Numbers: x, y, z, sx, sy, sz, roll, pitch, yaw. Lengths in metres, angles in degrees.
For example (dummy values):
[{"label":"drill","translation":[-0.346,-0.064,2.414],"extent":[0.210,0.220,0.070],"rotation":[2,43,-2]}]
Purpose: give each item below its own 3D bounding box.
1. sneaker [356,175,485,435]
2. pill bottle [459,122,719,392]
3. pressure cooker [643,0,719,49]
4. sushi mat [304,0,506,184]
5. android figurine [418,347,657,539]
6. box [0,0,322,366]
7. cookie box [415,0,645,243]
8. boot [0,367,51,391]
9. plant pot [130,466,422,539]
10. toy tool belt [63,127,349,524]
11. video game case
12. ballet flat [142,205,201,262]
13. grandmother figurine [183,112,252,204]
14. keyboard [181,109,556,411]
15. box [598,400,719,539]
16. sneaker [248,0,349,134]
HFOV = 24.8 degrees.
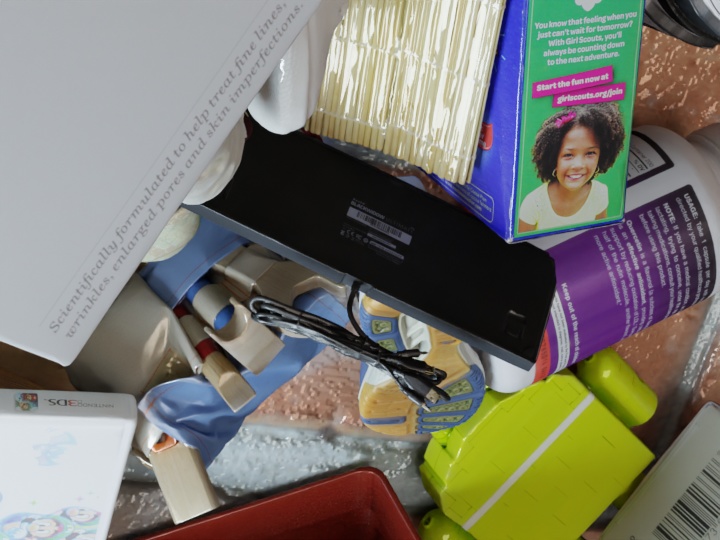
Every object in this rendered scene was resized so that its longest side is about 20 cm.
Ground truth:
[{"label":"sneaker","translation":[0.032,0.024,0.937],"extent":[0.074,0.089,0.201],"rotation":[-5,148,-4]},{"label":"pill bottle","translation":[0.144,-0.014,0.981],"extent":[0.198,0.113,0.113],"rotation":[-24,123,-12]},{"label":"pressure cooker","translation":[0.194,-0.212,0.851],"extent":[0.174,0.200,0.181],"rotation":[-14,120,-22]},{"label":"sushi mat","translation":[0.026,-0.140,0.779],"extent":[0.012,0.095,0.202],"rotation":[-44,151,-49]},{"label":"android figurine","translation":[0.115,0.129,1.082],"extent":[0.182,0.041,0.200],"rotation":[-47,127,4]},{"label":"box","translation":[-0.152,-0.099,0.620],"extent":[0.200,0.131,0.199],"rotation":[-54,142,5]},{"label":"cookie box","translation":[0.072,-0.143,0.847],"extent":[0.074,0.171,0.202],"rotation":[-11,120,-22]},{"label":"boot","translation":[-0.216,0.043,0.827],"extent":[0.188,0.069,0.199],"rotation":[-36,125,27]},{"label":"plant pot","translation":[-0.040,0.274,1.000],"extent":[0.198,0.201,0.178],"rotation":[-15,131,-17]},{"label":"toy tool belt","translation":[-0.059,0.031,0.893],"extent":[0.200,0.123,0.125],"rotation":[-46,152,2]},{"label":"video game case","translation":[-0.225,0.133,0.879],"extent":[0.180,0.024,0.201],"rotation":[4,135,-18]},{"label":"ballet flat","translation":[-0.174,-0.053,0.818],"extent":[0.198,0.068,0.062],"rotation":[9,156,-15]},{"label":"grandmother figurine","translation":[-0.102,-0.086,0.773],"extent":[0.120,0.200,0.061],"rotation":[13,109,-29]},{"label":"keyboard","translation":[0.000,0.000,0.811],"extent":[0.198,0.128,0.021],"rotation":[25,139,-4]},{"label":"box","translation":[0.278,0.197,1.131],"extent":[0.128,0.109,0.200],"rotation":[-51,137,4]},{"label":"sneaker","translation":[-0.012,-0.160,0.723],"extent":[0.088,0.075,0.202],"rotation":[-9,117,-28]}]
